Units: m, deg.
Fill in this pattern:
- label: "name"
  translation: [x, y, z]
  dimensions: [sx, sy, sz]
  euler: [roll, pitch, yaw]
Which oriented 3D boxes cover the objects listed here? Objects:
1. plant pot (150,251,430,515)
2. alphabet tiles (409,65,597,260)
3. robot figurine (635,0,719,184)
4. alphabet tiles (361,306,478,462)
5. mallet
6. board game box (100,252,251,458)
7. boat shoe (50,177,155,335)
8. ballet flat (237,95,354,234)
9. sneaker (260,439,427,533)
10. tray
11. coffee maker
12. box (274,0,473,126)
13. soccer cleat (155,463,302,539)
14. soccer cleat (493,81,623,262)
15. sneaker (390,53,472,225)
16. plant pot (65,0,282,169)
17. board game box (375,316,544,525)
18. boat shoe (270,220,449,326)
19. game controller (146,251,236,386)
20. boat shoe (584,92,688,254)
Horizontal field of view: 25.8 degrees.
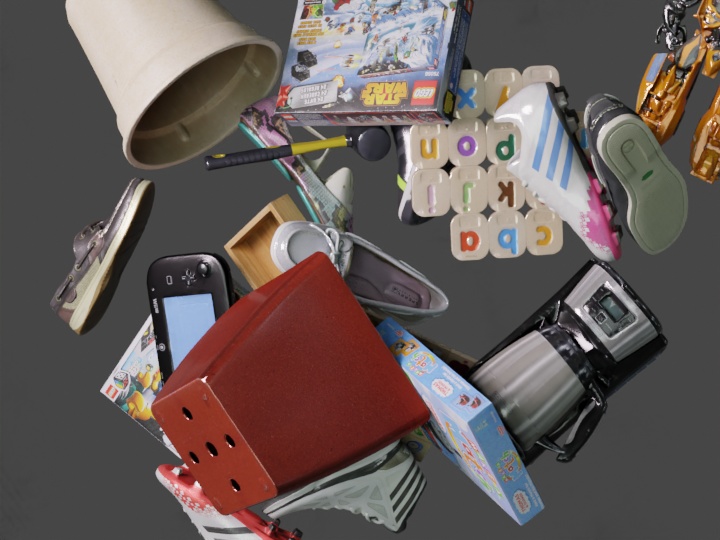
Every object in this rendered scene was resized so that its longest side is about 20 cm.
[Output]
- label: "plant pot"
  translation: [-0.088, 0.131, 1.569]
  dimensions: [0.201, 0.176, 0.199]
  euler: [57, 145, -3]
- label: "alphabet tiles"
  translation: [0.150, -0.112, 1.635]
  dimensions: [0.198, 0.015, 0.198]
  euler: [-4, 99, -6]
- label: "robot figurine"
  translation: [0.353, -0.198, 1.578]
  dimensions: [0.144, 0.058, 0.202]
  euler: [24, 104, 12]
- label: "alphabet tiles"
  translation: [0.006, 0.112, 1.687]
  dimensions: [0.199, 0.008, 0.168]
  euler: [25, 129, -2]
- label: "mallet"
  translation: [-0.063, -0.125, 1.656]
  dimensions: [0.198, 0.066, 0.042]
  euler: [-13, 114, -17]
- label: "board game box"
  translation: [-0.194, 0.097, 1.793]
  dimensions: [0.126, 0.035, 0.201]
  euler: [37, 105, 9]
- label: "boat shoe"
  translation: [-0.298, -0.023, 1.790]
  dimensions: [0.064, 0.073, 0.201]
  euler: [29, 104, 6]
- label: "ballet flat"
  translation: [-0.053, -0.108, 1.716]
  dimensions: [0.071, 0.069, 0.201]
  euler: [-36, 85, -3]
- label: "sneaker"
  translation: [-0.013, 0.258, 1.738]
  dimensions: [0.200, 0.076, 0.116]
  euler: [-29, 101, 30]
- label: "tray"
  translation: [-0.058, 0.026, 1.726]
  dimensions: [0.099, 0.037, 0.201]
  euler: [-39, 83, 42]
- label: "coffee maker"
  translation: [0.201, 0.091, 1.618]
  dimensions: [0.200, 0.192, 0.135]
  euler: [-39, 100, -2]
- label: "box"
  translation: [0.013, -0.221, 1.640]
  dimensions: [0.198, 0.040, 0.138]
  euler: [3, 73, 31]
- label: "soccer cleat"
  translation: [-0.157, 0.293, 1.791]
  dimensions: [0.199, 0.069, 0.086]
  euler: [31, 100, 6]
- label: "soccer cleat"
  translation: [0.202, -0.093, 1.610]
  dimensions: [0.086, 0.070, 0.201]
  euler: [-22, 100, 16]
- label: "sneaker"
  translation: [0.065, -0.151, 1.680]
  dimensions: [0.082, 0.071, 0.202]
  euler: [20, 102, 39]
- label: "plant pot"
  translation: [-0.215, -0.244, 1.690]
  dimensions: [0.200, 0.200, 0.184]
  euler: [-42, 73, 17]
- label: "board game box"
  translation: [0.093, 0.147, 1.566]
  dimensions: [0.036, 0.200, 0.152]
  euler: [-36, 125, -12]
- label: "boat shoe"
  translation: [0.000, 0.002, 1.657]
  dimensions: [0.201, 0.065, 0.075]
  euler: [28, 72, -22]
- label: "game controller"
  translation: [-0.181, 0.081, 1.747]
  dimensions: [0.103, 0.042, 0.202]
  euler: [-6, 95, 16]
- label: "boat shoe"
  translation: [0.275, -0.096, 1.576]
  dimensions: [0.072, 0.200, 0.068]
  euler: [-35, 42, -2]
